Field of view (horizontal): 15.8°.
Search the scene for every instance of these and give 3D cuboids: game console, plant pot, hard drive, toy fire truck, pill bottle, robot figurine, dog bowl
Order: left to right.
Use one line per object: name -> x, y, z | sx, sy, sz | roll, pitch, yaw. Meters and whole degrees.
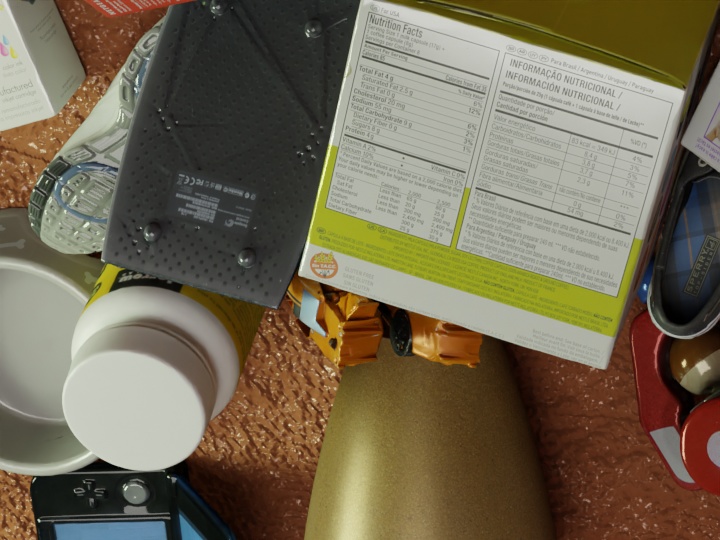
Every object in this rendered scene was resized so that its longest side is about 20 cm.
dog bowl -> -0.236, 0.057, 1.855 | 0.199, 0.059, 0.201 | 6, 117, 12
game console -> -0.155, 0.251, 1.893 | 0.170, 0.118, 0.201 | -2, 115, 6
pill bottle -> -0.126, 0.036, 1.724 | 0.114, 0.200, 0.115 | 5, 124, 8
hard drive -> -0.075, -0.084, 1.623 | 0.134, 0.042, 0.201 | 14, 85, 16
robot figurine -> 0.000, 0.000, 1.677 | 0.144, 0.200, 0.058 | 1, 117, -23
plant pot -> 0.045, 0.133, 1.762 | 0.185, 0.186, 0.201 | 1, 102, 15
toy fire truck -> 0.260, 0.044, 1.692 | 0.200, 0.112, 0.168 | -36, 76, 29

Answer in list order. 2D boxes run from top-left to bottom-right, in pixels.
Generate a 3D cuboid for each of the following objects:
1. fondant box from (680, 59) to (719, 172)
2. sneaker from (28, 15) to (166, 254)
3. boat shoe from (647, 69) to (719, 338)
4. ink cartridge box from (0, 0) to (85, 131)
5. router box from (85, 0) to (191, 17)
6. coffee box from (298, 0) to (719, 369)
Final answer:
fondant box -> 0.288, -0.147, 1.534 | 0.058, 0.144, 0.201 | 38, 116, 35
sneaker -> -0.150, -0.092, 1.734 | 0.074, 0.087, 0.200 | 36, 114, -11
boat shoe -> 0.226, -0.052, 1.626 | 0.070, 0.066, 0.201 | 23, 97, 8
ink cartridge box -> -0.278, -0.190, 1.734 | 0.117, 0.067, 0.201 | -14, 112, 22
router box -> -0.089, -0.270, 1.584 | 0.179, 0.049, 0.201 | -9, 73, 20
coffee box -> 0.098, -0.092, 1.601 | 0.199, 0.200, 0.199 | 17, 119, 8
